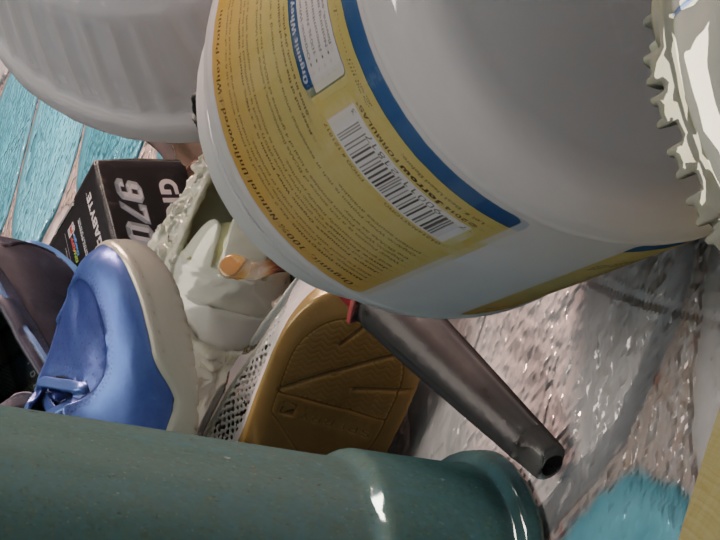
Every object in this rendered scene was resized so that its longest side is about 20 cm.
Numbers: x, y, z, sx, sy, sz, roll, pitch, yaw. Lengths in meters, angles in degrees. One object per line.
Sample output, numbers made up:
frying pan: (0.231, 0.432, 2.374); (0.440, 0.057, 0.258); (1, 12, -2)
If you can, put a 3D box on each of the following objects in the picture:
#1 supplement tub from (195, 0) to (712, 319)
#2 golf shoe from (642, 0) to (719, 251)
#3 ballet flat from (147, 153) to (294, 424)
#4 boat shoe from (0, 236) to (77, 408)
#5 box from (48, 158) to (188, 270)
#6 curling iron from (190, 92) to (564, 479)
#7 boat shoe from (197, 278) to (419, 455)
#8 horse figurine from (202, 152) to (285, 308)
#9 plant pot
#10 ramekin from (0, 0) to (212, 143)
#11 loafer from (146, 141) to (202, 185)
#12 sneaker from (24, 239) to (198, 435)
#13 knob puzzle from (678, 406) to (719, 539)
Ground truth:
supplement tub: (0.039, -0.065, 0.700); (0.200, 0.144, 0.145); (156, 128, -68)
golf shoe: (0.124, -0.090, 0.558); (0.097, 0.078, 0.201); (-20, 50, 55)
ballet flat: (-0.046, -0.024, 1.020); (0.072, 0.071, 0.201); (-42, 28, 61)
boat shoe: (-0.140, 0.075, 1.029); (0.084, 0.068, 0.201); (-43, 52, 25)
box: (-0.100, 0.076, 1.095); (0.159, 0.046, 0.201); (-55, 44, 48)
curling iron: (0.000, 0.000, 0.818); (0.200, 0.025, 0.050); (50, 167, 33)
boat shoe: (-0.029, 0.071, 0.943); (0.069, 0.071, 0.200); (-89, 24, -57)
horse figurine: (-0.003, -0.069, 0.940); (0.050, 0.132, 0.201); (19, 96, 29)
plant pot: (-0.069, 0.131, 0.790); (0.200, 0.195, 0.201); (-164, 90, -73)
ramekin: (-0.074, -0.159, 1.003); (0.094, 0.201, 0.203); (65, -150, -63)
loafer: (-0.061, -0.082, 1.158); (0.200, 0.073, 0.071); (-120, 35, -54)
sneaker: (-0.124, 0.086, 0.902); (0.077, 0.111, 0.201); (2, 87, 62)
knob puzzle: (0.118, 0.040, 0.542); (0.220, 0.030, 0.220); (-62, 8, 16)
